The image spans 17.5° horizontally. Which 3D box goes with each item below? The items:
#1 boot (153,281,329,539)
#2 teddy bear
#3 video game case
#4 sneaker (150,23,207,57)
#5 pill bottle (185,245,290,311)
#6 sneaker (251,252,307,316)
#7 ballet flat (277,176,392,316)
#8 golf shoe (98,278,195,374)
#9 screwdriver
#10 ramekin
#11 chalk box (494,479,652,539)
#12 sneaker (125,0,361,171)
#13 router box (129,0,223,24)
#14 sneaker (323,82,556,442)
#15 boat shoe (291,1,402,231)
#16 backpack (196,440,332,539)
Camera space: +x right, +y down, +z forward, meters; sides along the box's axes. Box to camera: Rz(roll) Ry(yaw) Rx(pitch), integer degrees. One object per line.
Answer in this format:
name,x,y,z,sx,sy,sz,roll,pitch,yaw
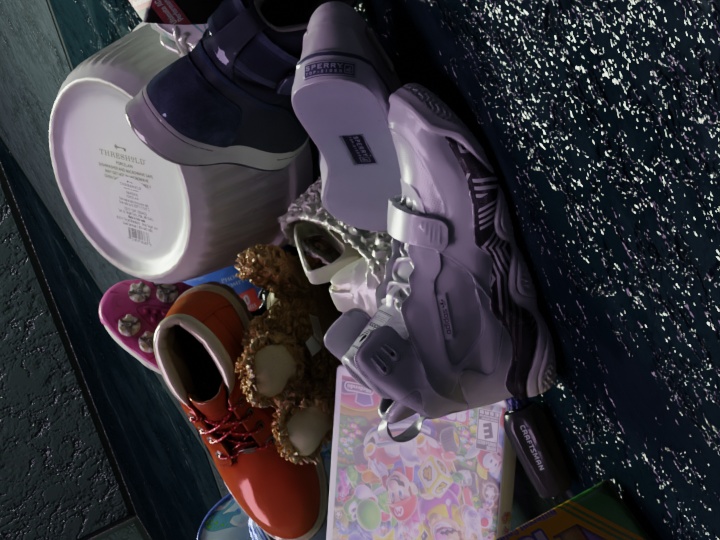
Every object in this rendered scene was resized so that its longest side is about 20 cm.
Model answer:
boot,-0.089,0.110,1.653,0.200,0.075,0.107,63,-169,-3
teddy bear,-0.048,0.054,1.656,0.145,0.067,0.200,45,-150,-35
video game case,0.036,0.170,1.522,0.143,0.018,0.200,9,99,39
sneaker,-0.100,-0.166,1.638,0.200,0.080,0.070,57,164,25
pill bottle,-0.131,-0.058,1.905,0.112,0.112,0.200,41,155,61
sneaker,-0.055,0.037,1.840,0.071,0.083,0.200,57,167,14
ballet flat,0.000,0.000,1.582,0.200,0.072,0.072,45,157,55
golf shoe,-0.106,0.071,1.767,0.200,0.075,0.092,23,154,5
screwdriver,0.083,0.048,1.424,0.029,0.028,0.200,-11,105,46
ramekin,-0.140,-0.085,1.729,0.200,0.105,0.200,26,129,36
chalk box,0.144,0.248,1.334,0.200,0.124,0.125,56,165,35
sneaker,-0.046,-0.135,1.469,0.077,0.146,0.202,47,-160,10
router box,-0.130,-0.270,1.463,0.200,0.062,0.150,54,137,38
sneaker,0.031,0.001,1.335,0.200,0.115,0.075,68,167,-17
boat shoe,0.005,-0.090,1.407,0.200,0.073,0.065,76,-164,-63
backpack,-0.019,0.215,1.771,0.183,0.200,0.147,56,165,38
